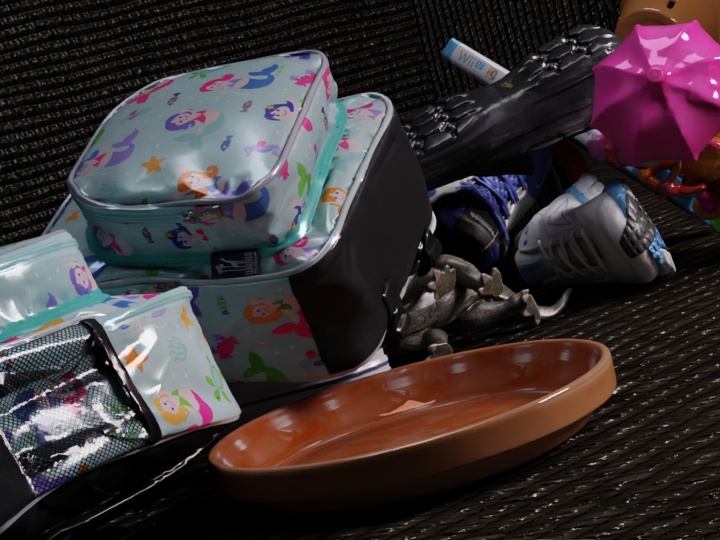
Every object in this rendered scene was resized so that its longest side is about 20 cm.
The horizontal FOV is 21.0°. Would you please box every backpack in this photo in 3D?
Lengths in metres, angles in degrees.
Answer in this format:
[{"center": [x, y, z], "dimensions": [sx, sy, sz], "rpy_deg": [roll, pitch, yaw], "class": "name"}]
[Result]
[{"center": [-0.164, 0.070, 0.917], "dimensions": [0.177, 0.151, 0.200], "rpy_deg": [-29, -10, 41], "class": "backpack"}, {"center": [-0.080, -0.021, 1.064], "dimensions": [0.200, 0.151, 0.178], "rpy_deg": [-12, 32, 26], "class": "backpack"}]

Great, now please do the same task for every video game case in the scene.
[{"center": [0.166, -0.101, 1.437], "dimensions": [0.200, 0.018, 0.143], "rpy_deg": [36, 7, 37], "class": "video game case"}]

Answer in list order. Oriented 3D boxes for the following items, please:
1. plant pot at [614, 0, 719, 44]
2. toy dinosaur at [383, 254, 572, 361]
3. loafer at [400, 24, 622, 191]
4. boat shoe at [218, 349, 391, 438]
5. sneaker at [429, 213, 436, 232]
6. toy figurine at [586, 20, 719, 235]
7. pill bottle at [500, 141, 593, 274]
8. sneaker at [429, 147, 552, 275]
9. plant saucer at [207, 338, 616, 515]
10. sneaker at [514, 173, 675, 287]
[{"center": [0.533, -0.423, 3.404], "dimensions": [0.200, 0.200, 0.140], "rpy_deg": [-10, 25, 37], "class": "plant pot"}, {"center": [0.044, 0.017, 1.199], "dimensions": [0.200, 0.077, 0.102], "rpy_deg": [-24, 23, -33], "class": "toy dinosaur"}, {"center": [0.092, -0.088, 1.281], "dimensions": [0.200, 0.070, 0.068], "rpy_deg": [-28, 30, 0], "class": "loafer"}, {"center": [-0.080, 0.061, 1.147], "dimensions": [0.200, 0.066, 0.074], "rpy_deg": [-14, 7, 14], "class": "boat shoe"}, {"center": [0.000, 0.000, 1.262], "dimensions": [0.099, 0.075, 0.200], "rpy_deg": [-14, -24, -12], "class": "sneaker"}, {"center": [0.221, -0.096, 1.258], "dimensions": [0.184, 0.150, 0.200], "rpy_deg": [7, -28, -30], "class": "toy figurine"}, {"center": [0.084, -0.043, 1.484], "dimensions": [0.200, 0.106, 0.106], "rpy_deg": [-17, 7, -29], "class": "pill bottle"}, {"center": [0.078, -0.034, 1.353], "dimensions": [0.199, 0.081, 0.115], "rpy_deg": [-45, 14, -24], "class": "sneaker"}, {"center": [0.026, 0.077, 0.932], "dimensions": [0.200, 0.032, 0.200], "rpy_deg": [-15, 6, 2], "class": "plant saucer"}, {"center": [0.151, -0.014, 1.318], "dimensions": [0.087, 0.075, 0.200], "rpy_deg": [-30, 5, -3], "class": "sneaker"}]
